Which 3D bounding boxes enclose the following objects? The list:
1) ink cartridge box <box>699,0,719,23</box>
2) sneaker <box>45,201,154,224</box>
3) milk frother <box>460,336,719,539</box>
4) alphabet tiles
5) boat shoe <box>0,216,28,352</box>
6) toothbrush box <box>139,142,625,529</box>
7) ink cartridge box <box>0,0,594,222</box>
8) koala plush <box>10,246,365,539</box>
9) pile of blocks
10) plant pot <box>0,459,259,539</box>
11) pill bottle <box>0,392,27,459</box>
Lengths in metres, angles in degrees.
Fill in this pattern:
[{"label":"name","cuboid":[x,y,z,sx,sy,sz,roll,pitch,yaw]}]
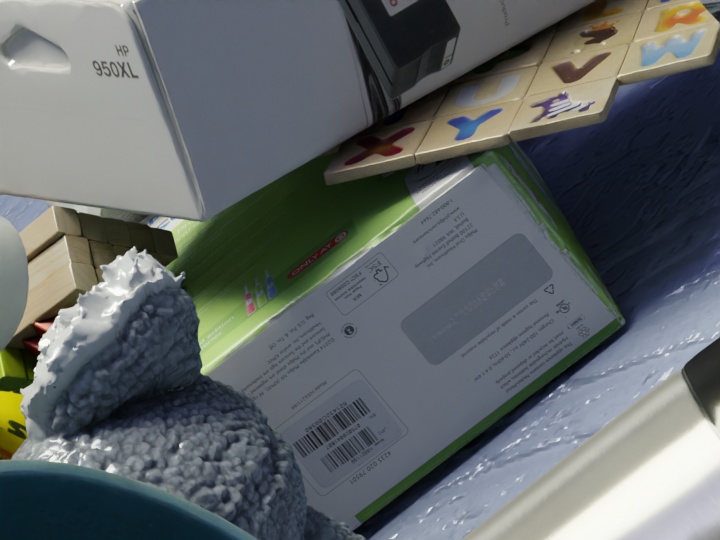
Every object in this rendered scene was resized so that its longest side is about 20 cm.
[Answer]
[{"label":"ink cartridge box","cuboid":[0.158,-0.121,0.825,0.084,0.200,0.145,-53,22,-22]},{"label":"sneaker","cuboid":[-0.100,-0.055,1.179,0.074,0.116,0.200,-16,-32,-22]},{"label":"milk frother","cuboid":[0.074,0.057,0.602,0.188,0.200,0.181,-39,23,8]},{"label":"alphabet tiles","cuboid":[0.055,-0.081,1.013,0.166,0.006,0.200,-12,21,19]},{"label":"boat shoe","cuboid":[-0.198,0.030,0.948,0.200,0.060,0.076,-35,57,31]},{"label":"toothbrush box","cuboid":[0.000,0.000,1.040,0.146,0.086,0.200,-38,20,6]},{"label":"ink cartridge box","cuboid":[-0.034,-0.099,1.007,0.200,0.084,0.145,-31,22,-31]},{"label":"koala plush","cuboid":[-0.096,0.108,0.876,0.200,0.177,0.184,-36,14,-13]},{"label":"pile of blocks","cuboid":[-0.156,0.045,1.029,0.200,0.082,0.062,-22,64,15]},{"label":"plant pot","cuboid":[-0.087,0.182,0.682,0.188,0.200,0.200,-50,14,27]},{"label":"pill bottle","cuboid":[-0.160,0.113,1.073,0.109,0.109,0.200,-37,20,14]}]
